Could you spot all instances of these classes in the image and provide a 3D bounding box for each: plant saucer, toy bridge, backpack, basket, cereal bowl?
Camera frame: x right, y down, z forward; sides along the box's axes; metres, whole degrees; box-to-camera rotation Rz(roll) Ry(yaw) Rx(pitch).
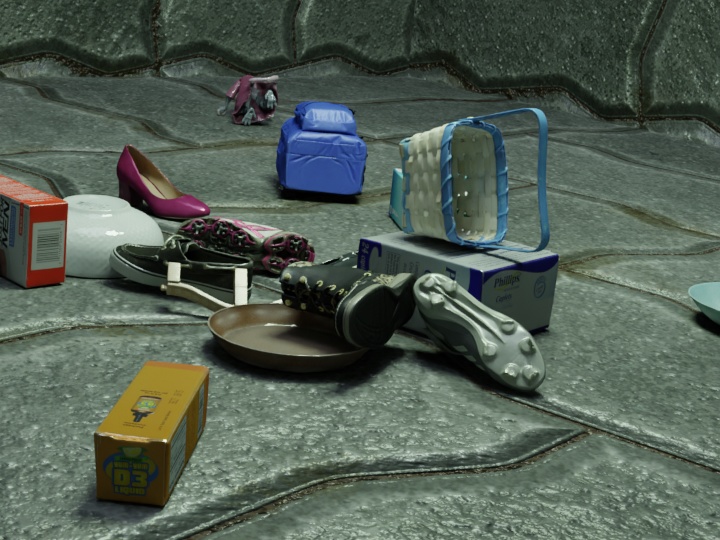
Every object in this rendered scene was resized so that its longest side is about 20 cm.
[{"bbox_3d":[0.556,0.061,1.923,0.199,0.039,0.201,6,15,-2],"label":"plant saucer"},{"bbox_3d":[-0.153,0.029,1.740,0.198,0.027,0.068,4,49,-10],"label":"toy bridge"},{"bbox_3d":[-0.081,0.081,1.619,0.198,0.032,0.200,5,14,-1],"label":"plant saucer"},{"bbox_3d":[-0.068,-0.225,2.532,0.161,0.169,0.200,10,10,-10],"label":"backpack"},{"bbox_3d":[0.151,-0.114,1.748,0.199,0.178,0.139,4,5,43],"label":"basket"},{"bbox_3d":[-0.371,-0.055,1.924,0.198,0.084,0.200,6,16,-2],"label":"cereal bowl"}]

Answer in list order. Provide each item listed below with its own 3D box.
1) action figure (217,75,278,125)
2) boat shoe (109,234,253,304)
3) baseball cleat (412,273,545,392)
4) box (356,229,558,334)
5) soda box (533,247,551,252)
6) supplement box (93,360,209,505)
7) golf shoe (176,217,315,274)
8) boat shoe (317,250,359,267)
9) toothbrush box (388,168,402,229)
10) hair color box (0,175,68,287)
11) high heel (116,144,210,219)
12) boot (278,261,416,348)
[{"bbox_3d":[-0.269,-0.422,3.266,0.133,0.150,0.200,-4,30,-13],"label":"action figure"},{"bbox_3d":[-0.234,-0.013,1.810,0.198,0.064,0.071,13,25,9],"label":"boat shoe"},{"bbox_3d":[0.142,0.082,1.623,0.070,0.107,0.200,-37,62,-15],"label":"baseball cleat"},{"bbox_3d":[0.125,0.017,1.795,0.199,0.106,0.183,16,17,37],"label":"box"},{"bbox_3d":[0.174,-0.004,1.973,0.198,0.064,0.070,6,14,3],"label":"soda box"},{"bbox_3d":[-0.189,0.145,1.266,0.066,0.069,0.200,6,13,4],"label":"supplement box"},{"bbox_3d":[-0.169,-0.034,1.956,0.199,0.073,0.092,11,6,-20],"label":"golf shoe"},{"bbox_3d":[-0.001,0.002,1.865,0.066,0.075,0.199,31,36,34],"label":"boat shoe"},{"bbox_3d":[0.139,-0.108,2.317,0.145,0.086,0.200,3,16,-10],"label":"toothbrush box"},{"bbox_3d":[-0.469,-0.057,1.838,0.064,0.112,0.199,-7,19,-41],"label":"hair color box"},{"bbox_3d":[-0.323,-0.142,2.246,0.199,0.097,0.067,14,17,29],"label":"high heel"},{"bbox_3d":[-0.032,0.037,1.614,0.153,0.074,0.203,7,13,20],"label":"boot"}]
